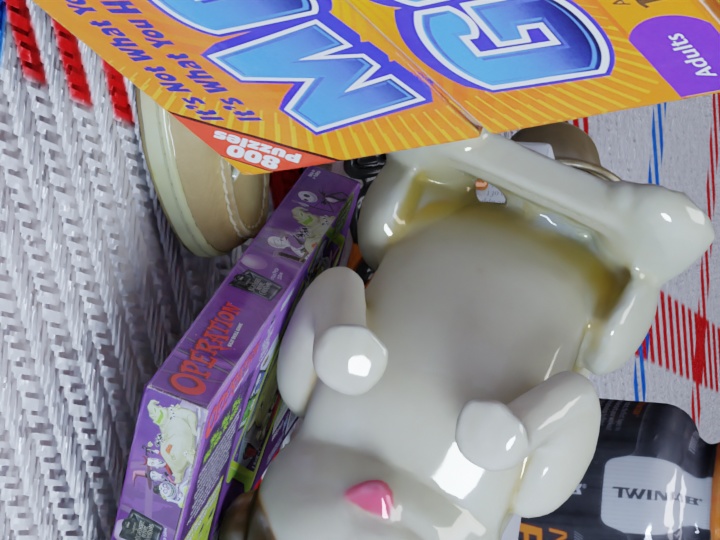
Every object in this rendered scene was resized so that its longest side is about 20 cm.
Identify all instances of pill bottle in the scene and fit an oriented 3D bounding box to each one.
[{"bbox_3d":[0.111,0.118,1.269,0.106,0.198,0.107,3,90,-73],"label":"pill bottle"}]

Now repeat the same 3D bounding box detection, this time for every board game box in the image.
[{"bbox_3d":[0.003,-0.175,0.743,0.200,0.199,0.201,39,54,-44],"label":"board game box"},{"bbox_3d":[-0.050,0.051,0.949,0.200,0.032,0.121,-57,169,-61],"label":"board game box"}]

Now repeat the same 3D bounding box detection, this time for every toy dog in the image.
[{"bbox_3d":[0.021,0.056,0.951,0.201,0.139,0.194,-63,-178,-20],"label":"toy dog"}]

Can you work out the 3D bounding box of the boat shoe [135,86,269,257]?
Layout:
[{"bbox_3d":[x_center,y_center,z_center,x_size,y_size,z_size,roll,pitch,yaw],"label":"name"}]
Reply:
[{"bbox_3d":[-0.045,-0.101,0.930,0.073,0.063,0.202,-41,133,-68],"label":"boat shoe"}]

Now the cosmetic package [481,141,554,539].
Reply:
[{"bbox_3d":[0.035,0.039,1.169,0.071,0.101,0.201,65,33,-60],"label":"cosmetic package"}]

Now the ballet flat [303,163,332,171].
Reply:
[{"bbox_3d":[0.024,-0.118,1.169,0.072,0.071,0.201,77,23,-44],"label":"ballet flat"}]

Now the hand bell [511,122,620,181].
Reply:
[{"bbox_3d":[0.111,-0.090,1.455,0.201,0.103,0.105,-89,170,-47],"label":"hand bell"}]

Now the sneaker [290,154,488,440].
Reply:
[{"bbox_3d":[0.000,0.000,1.095,0.092,0.075,0.202,-17,-121,61],"label":"sneaker"}]
